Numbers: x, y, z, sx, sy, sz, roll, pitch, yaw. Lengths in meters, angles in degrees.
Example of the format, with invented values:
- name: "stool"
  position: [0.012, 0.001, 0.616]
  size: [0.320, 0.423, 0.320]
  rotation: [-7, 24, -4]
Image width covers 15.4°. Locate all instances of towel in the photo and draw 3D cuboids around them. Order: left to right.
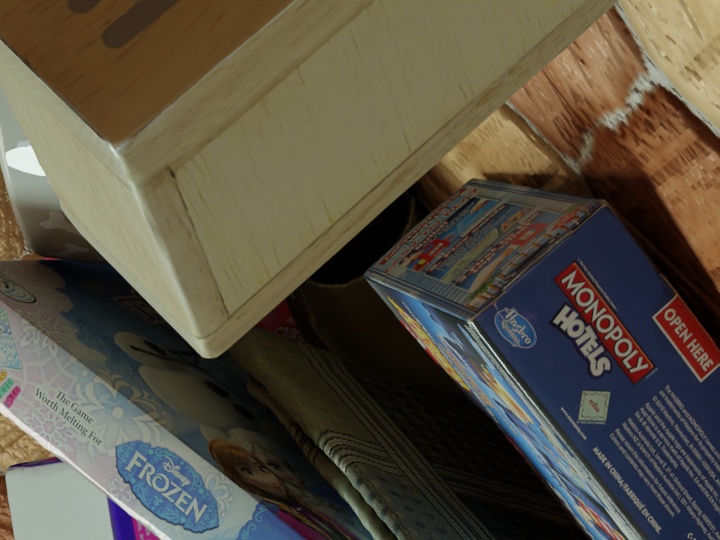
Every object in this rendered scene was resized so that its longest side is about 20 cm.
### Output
- name: "towel"
  position: [0.052, 0.101, 1.079]
  size: [0.192, 0.035, 0.200]
  rotation: [19, -162, -35]

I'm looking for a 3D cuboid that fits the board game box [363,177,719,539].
- name: "board game box"
  position: [0.082, 0.044, 0.952]
  size: [0.200, 0.062, 0.200]
  rotation: [51, 176, -23]

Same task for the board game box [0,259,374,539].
- name: "board game box"
  position: [-0.063, 0.065, 1.126]
  size: [0.199, 0.043, 0.200]
  rotation: [35, -168, 16]

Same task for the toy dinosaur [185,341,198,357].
- name: "toy dinosaur"
  position: [-0.047, -0.058, 1.077]
  size: [0.102, 0.077, 0.200]
  rotation: [42, 140, 34]

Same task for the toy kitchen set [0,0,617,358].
- name: "toy kitchen set"
  position: [-0.033, -0.139, 0.410]
  size: [0.200, 0.180, 0.163]
  rotation: [44, 168, 22]

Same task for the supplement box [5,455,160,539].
- name: "supplement box"
  position: [-0.054, 0.123, 1.275]
  size: [0.101, 0.200, 0.104]
  rotation: [-14, 85, 55]

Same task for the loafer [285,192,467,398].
- name: "loafer"
  position: [0.000, 0.000, 1.159]
  size: [0.200, 0.076, 0.067]
  rotation: [52, 175, -22]

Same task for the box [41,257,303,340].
- name: "box"
  position: [-0.075, 0.017, 1.349]
  size: [0.096, 0.100, 0.200]
  rotation: [49, -168, 17]

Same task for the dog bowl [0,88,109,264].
- name: "dog bowl"
  position: [-0.119, -0.096, 1.128]
  size: [0.200, 0.058, 0.201]
  rotation: [-7, -90, -89]
